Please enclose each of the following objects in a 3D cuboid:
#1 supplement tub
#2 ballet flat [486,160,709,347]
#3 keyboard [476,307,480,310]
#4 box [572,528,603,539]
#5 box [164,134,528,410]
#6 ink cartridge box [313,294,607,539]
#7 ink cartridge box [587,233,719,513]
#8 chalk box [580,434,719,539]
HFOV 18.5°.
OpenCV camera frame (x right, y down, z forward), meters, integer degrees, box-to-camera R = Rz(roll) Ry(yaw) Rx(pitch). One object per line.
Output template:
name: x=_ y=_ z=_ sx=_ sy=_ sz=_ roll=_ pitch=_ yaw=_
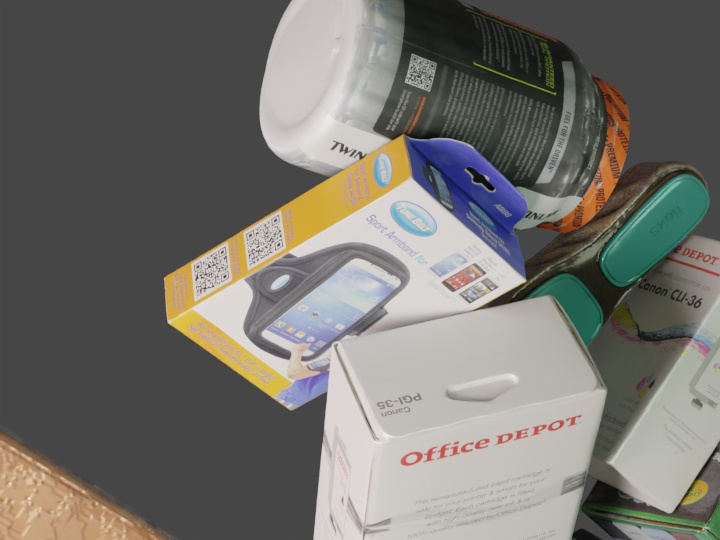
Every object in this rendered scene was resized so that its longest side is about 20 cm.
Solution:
supplement tub: x=0.052 y=-0.095 z=1.301 sx=0.199 sy=0.122 sz=0.123 roll=18 pitch=95 yaw=-27
ballet flat: x=0.135 y=0.003 z=1.396 sx=0.200 sy=0.067 sz=0.068 roll=-39 pitch=118 yaw=-10
keyboard: x=0.069 y=0.068 z=1.416 sx=0.056 sy=0.011 sz=0.200 roll=-33 pitch=114 yaw=-8
box: x=0.103 y=0.289 z=1.467 sx=0.199 sy=0.046 sz=0.159 roll=-29 pitch=113 yaw=-16
box: x=0.000 y=0.000 z=1.277 sx=0.200 sy=0.042 sz=0.119 roll=-29 pitch=136 yaw=25
ink cartridge box: x=0.056 y=0.120 z=1.326 sx=0.146 sy=0.083 sz=0.201 roll=-12 pitch=139 yaw=-16
ink cartridge box: x=0.200 y=0.041 z=1.405 sx=0.067 sy=0.116 sz=0.200 roll=39 pitch=81 yaw=-28
chalk box: x=0.240 y=0.147 z=1.426 sx=0.124 sy=0.124 sz=0.200 roll=40 pitch=71 yaw=-28
